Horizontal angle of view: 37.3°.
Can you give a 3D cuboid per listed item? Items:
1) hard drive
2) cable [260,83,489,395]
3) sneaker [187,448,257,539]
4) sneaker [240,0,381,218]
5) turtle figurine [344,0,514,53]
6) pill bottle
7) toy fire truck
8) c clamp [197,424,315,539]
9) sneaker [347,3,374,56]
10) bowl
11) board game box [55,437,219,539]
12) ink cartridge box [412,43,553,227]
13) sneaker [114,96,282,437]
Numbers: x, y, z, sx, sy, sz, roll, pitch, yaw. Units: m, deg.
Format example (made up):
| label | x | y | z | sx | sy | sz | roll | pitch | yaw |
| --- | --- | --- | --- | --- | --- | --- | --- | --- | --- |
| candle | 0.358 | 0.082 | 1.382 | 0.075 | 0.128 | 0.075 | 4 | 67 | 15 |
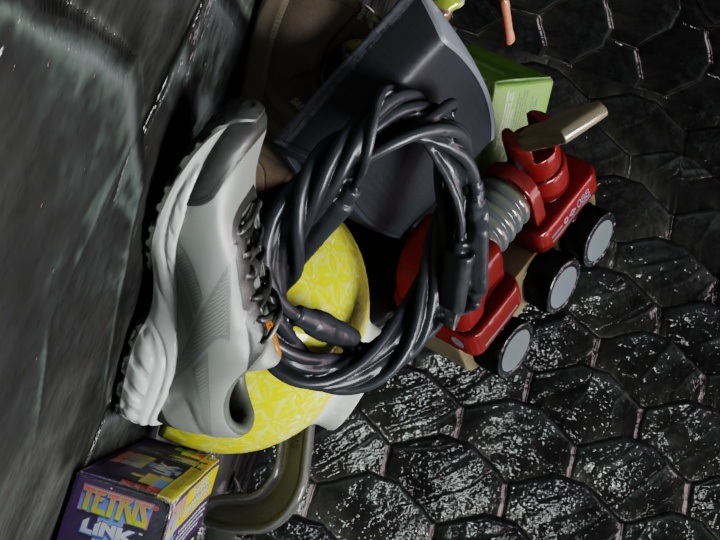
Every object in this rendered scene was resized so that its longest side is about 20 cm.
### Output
| label | x | y | z | sx | sy | sz | roll | pitch | yaw |
| --- | --- | --- | --- | --- | --- | --- | --- | --- | --- |
| hard drive | 0.028 | -0.088 | 0.687 | 0.135 | 0.042 | 0.200 | -47 | 161 | 2 |
| cable | 0.004 | -0.017 | 0.629 | 0.051 | 0.162 | 0.201 | 49 | -27 | 43 |
| sneaker | -0.134 | 0.224 | 0.994 | 0.076 | 0.090 | 0.201 | -68 | 175 | -59 |
| sneaker | -0.040 | -0.095 | 0.689 | 0.201 | 0.075 | 0.071 | 107 | 1 | -51 |
| turtle figurine | 0.018 | -0.136 | 0.800 | 0.065 | 0.160 | 0.201 | -72 | 180 | -46 |
| pill bottle | 0.000 | 0.000 | 0.928 | 0.200 | 0.111 | 0.113 | 46 | 62 | -85 |
| toy fire truck | 0.107 | -0.039 | 0.759 | 0.176 | 0.128 | 0.201 | -49 | 144 | -18 |
| c clamp | -0.102 | 0.129 | 0.840 | 0.027 | 0.170 | 0.202 | 31 | 62 | -44 |
| sneaker | -0.017 | -0.207 | 1.031 | 0.200 | 0.070 | 0.094 | -67 | 157 | -69 |
| bowl | -0.047 | 0.052 | 0.747 | 0.201 | 0.107 | 0.200 | -58 | -172 | 13 |
| board game box | -0.142 | 0.192 | 0.622 | 0.200 | 0.056 | 0.167 | 103 | 3 | -85 |
| ink cartridge box | 0.056 | -0.125 | 0.930 | 0.075 | 0.200 | 0.149 | -12 | 123 | -40 |
| sneaker | -0.071 | 0.003 | 0.554 | 0.074 | 0.079 | 0.201 | -67 | 174 | -58 |
